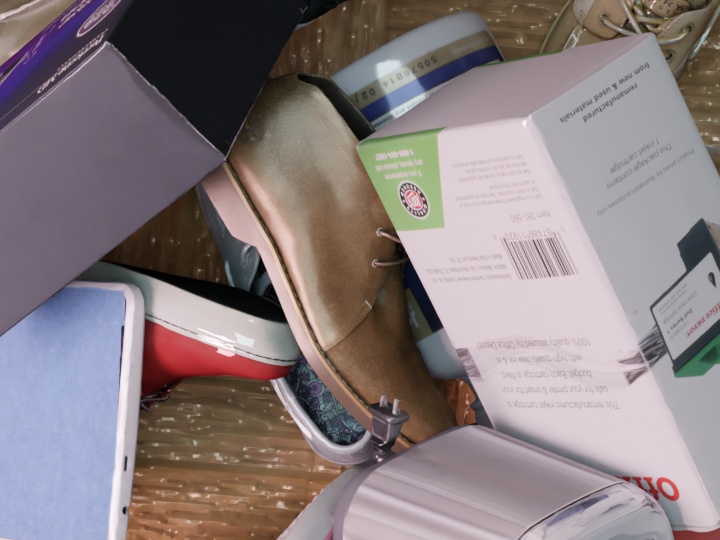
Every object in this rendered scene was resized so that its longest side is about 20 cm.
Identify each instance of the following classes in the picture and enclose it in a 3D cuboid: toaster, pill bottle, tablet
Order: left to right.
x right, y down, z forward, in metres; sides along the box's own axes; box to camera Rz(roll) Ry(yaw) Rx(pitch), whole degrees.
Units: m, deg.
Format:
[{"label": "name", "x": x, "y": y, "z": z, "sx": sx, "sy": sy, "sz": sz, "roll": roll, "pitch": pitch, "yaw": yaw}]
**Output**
[{"label": "tablet", "x": -0.182, "y": 0.067, "z": 1.335, "sx": 0.200, "sy": 0.014, "sz": 0.131, "roll": 3, "pitch": 87, "yaw": 40}, {"label": "pill bottle", "x": 0.056, "y": -0.016, "z": 1.345, "sx": 0.111, "sy": 0.111, "sz": 0.200, "roll": -28, "pitch": 87, "yaw": 0}, {"label": "toaster", "x": 0.069, "y": 0.155, "z": 1.210, "sx": 0.113, "sy": 0.129, "sz": 0.201, "roll": -22, "pitch": 113, "yaw": -38}]

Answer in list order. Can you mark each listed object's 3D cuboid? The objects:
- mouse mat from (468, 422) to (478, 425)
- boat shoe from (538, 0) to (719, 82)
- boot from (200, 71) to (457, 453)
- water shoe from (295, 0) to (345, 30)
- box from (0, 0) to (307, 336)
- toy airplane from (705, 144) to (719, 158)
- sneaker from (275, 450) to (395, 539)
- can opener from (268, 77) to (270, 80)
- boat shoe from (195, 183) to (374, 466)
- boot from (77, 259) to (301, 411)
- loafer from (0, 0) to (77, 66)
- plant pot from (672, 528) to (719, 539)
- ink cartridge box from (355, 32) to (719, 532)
[{"label": "mouse mat", "x": 0.155, "y": 0.140, "z": 1.388, "sx": 0.199, "sy": 0.008, "sz": 0.162, "roll": -11, "pitch": 87, "yaw": 1}, {"label": "boat shoe", "x": 0.143, "y": -0.135, "z": 1.373, "sx": 0.071, "sy": 0.065, "sz": 0.200, "roll": 29, "pitch": 88, "yaw": 2}, {"label": "boot", "x": 0.000, "y": 0.000, "z": 1.281, "sx": 0.075, "sy": 0.074, "sz": 0.200, "roll": -30, "pitch": 98, "yaw": 14}, {"label": "water shoe", "x": 0.006, "y": -0.175, "z": 1.322, "sx": 0.200, "sy": 0.079, "sz": 0.072, "roll": -38, "pitch": 108, "yaw": -39}, {"label": "box", "x": -0.131, "y": -0.060, "z": 1.245, "sx": 0.079, "sy": 0.141, "sz": 0.200, "roll": 43, "pitch": 124, "yaw": -17}, {"label": "toy airplane", "x": 0.236, "y": -0.022, "z": 1.295, "sx": 0.199, "sy": 0.141, "sz": 0.200, "roll": 34, "pitch": 65, "yaw": 21}, {"label": "sneaker", "x": 0.012, "y": 0.149, "z": 1.293, "sx": 0.105, "sy": 0.200, "sz": 0.075, "roll": 46, "pitch": 108, "yaw": 7}, {"label": "can opener", "x": -0.094, "y": -0.139, "z": 1.326, "sx": 0.067, "sy": 0.053, "sz": 0.201, "roll": -18, "pitch": 93, "yaw": 0}, {"label": "boat shoe", "x": -0.031, "y": 0.000, "z": 1.365, "sx": 0.070, "sy": 0.072, "sz": 0.201, "roll": -21, "pitch": 86, "yaw": 0}, {"label": "boot", "x": -0.118, "y": 0.069, "z": 1.333, "sx": 0.200, "sy": 0.072, "sz": 0.145, "roll": 10, "pitch": 88, "yaw": 38}, {"label": "loafer", "x": -0.174, "y": -0.121, "z": 1.372, "sx": 0.200, "sy": 0.075, "sz": 0.070, "roll": -35, "pitch": 90, "yaw": -2}, {"label": "plant pot", "x": 0.192, "y": 0.181, "z": 1.298, "sx": 0.200, "sy": 0.200, "sz": 0.178, "roll": -37, "pitch": 77, "yaw": -1}, {"label": "ink cartridge box", "x": 0.103, "y": 0.008, "z": 1.217, "sx": 0.084, "sy": 0.146, "sz": 0.200, "roll": -33, "pitch": 105, "yaw": -27}]
